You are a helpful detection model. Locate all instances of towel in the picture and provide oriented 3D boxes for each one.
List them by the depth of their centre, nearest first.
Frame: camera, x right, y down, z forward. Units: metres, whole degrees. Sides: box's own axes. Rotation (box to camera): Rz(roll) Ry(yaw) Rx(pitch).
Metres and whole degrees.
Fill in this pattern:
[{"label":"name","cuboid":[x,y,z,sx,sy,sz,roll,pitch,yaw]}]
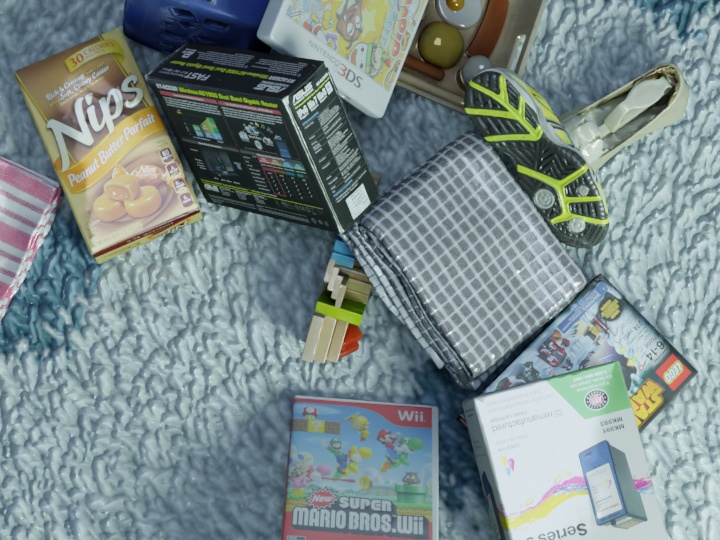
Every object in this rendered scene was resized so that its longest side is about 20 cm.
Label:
[{"label":"towel","cuboid":[0.101,-0.009,1.490,0.165,0.086,0.200,-39,94,-27]},{"label":"towel","cuboid":[-0.394,-0.023,1.536,0.146,0.030,0.201,25,80,3]}]

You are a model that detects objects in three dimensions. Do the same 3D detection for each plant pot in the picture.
[{"label":"plant pot","cuboid":[-0.107,-0.294,1.519,0.179,0.200,0.201,26,79,-5]}]

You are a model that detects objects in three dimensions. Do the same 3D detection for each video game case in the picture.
[{"label":"video game case","cuboid":[0.000,-0.267,1.461,0.023,0.182,0.201,16,81,39]},{"label":"video game case","cuboid":[0.002,0.201,1.463,0.142,0.018,0.201,4,44,-2]}]

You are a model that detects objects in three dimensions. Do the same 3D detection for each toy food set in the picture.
[{"label":"toy food set","cuboid":[0.076,-0.250,1.566,0.199,0.060,0.144,22,79,-13]}]

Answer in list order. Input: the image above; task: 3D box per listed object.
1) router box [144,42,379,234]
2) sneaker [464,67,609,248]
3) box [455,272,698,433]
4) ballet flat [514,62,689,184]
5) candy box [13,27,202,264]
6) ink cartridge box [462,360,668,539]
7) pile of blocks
[{"label":"router box","cuboid":[-0.091,-0.125,1.460,0.199,0.150,0.062,15,49,43]},{"label":"sneaker","cuboid":[0.181,-0.114,1.519,0.075,0.076,0.201,-29,98,30]},{"label":"box","cuboid":[0.210,0.121,1.531,0.137,0.040,0.200,45,81,4]},{"label":"ballet flat","cuboid":[0.241,-0.144,1.568,0.199,0.069,0.070,-32,83,-7]},{"label":"candy box","cuboid":[-0.246,-0.122,1.547,0.115,0.055,0.201,-24,82,-6]},{"label":"ink cartridge box","cuboid":[0.189,0.198,1.454,0.144,0.088,0.201,-13,84,-6]},{"label":"pile of blocks","cuboid":[0.000,0.000,1.523,0.062,0.082,0.201,16,79,1]}]
